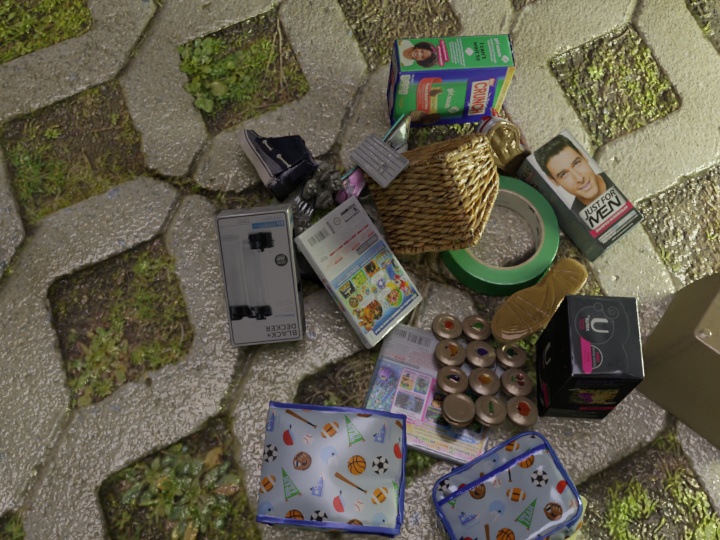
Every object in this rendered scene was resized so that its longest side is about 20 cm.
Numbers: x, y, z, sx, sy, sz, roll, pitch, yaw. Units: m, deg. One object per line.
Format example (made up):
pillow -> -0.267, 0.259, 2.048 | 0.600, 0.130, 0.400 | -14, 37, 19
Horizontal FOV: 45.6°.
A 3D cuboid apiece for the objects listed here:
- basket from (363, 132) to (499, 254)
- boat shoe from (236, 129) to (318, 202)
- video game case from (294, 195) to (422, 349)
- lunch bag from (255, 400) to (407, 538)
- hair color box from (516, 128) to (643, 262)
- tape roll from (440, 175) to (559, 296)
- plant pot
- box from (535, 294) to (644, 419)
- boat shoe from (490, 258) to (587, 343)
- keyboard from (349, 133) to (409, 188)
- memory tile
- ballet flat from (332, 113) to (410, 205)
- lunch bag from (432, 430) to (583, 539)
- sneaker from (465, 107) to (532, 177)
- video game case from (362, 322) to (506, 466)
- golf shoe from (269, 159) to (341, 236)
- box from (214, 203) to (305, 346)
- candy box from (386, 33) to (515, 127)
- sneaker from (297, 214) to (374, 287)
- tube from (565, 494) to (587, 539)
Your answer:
basket -> 0.129, -0.122, 1.370 | 0.142, 0.198, 0.151 | -31, 106, -38
boat shoe -> -0.135, -0.195, 1.417 | 0.092, 0.075, 0.201 | -37, 45, 2
video game case -> 0.000, 0.000, 1.329 | 0.143, 0.018, 0.202 | -38, 96, -40
lunch bag -> -0.034, 0.281, 1.204 | 0.196, 0.124, 0.173 | 1, 73, 8
hair color box -> 0.366, -0.127, 1.436 | 0.098, 0.061, 0.201 | -35, 78, -17
tape roll -> 0.228, -0.059, 1.419 | 0.196, 0.048, 0.204 | 1, 66, -2
plant pot -> 0.551, 0.117, 1.279 | 0.199, 0.178, 0.201 | 36, 68, 14
box -> 0.328, 0.131, 1.250 | 0.104, 0.201, 0.124 | 3, 64, -1
boat shoe -> 0.280, 0.061, 1.349 | 0.198, 0.070, 0.074 | -33, 64, -24
keyboard -> 0.027, -0.178, 1.370 | 0.056, 0.200, 0.011 | -40, 116, 1
memory tile -> 0.186, 0.148, 1.302 | 0.150, 0.017, 0.202 | 3, 49, -7
ballet flat -> 0.034, -0.177, 1.461 | 0.071, 0.069, 0.200 | 42, 75, 3
lunch bag -> 0.200, 0.327, 1.200 | 0.198, 0.076, 0.162 | -27, 59, 0
sneaker -> 0.217, -0.231, 1.430 | 0.071, 0.199, 0.113 | -43, 65, 10
video game case -> 0.112, 0.190, 1.313 | 0.196, 0.024, 0.185 | 17, 66, 5
golf shoe -> -0.119, -0.101, 1.421 | 0.200, 0.078, 0.097 | -47, 38, -7
box -> -0.150, 0.007, 1.302 | 0.114, 0.060, 0.204 | -4, 103, 1
candy box -> 0.151, -0.323, 1.471 | 0.196, 0.170, 0.078 | -6, 68, -5
sneaker -> -0.057, -0.023, 1.381 | 0.198, 0.066, 0.092 | -25, 93, -19
tube -> 0.264, 0.408, 1.204 | 0.052, 0.058, 0.202 | 38, 68, -27
